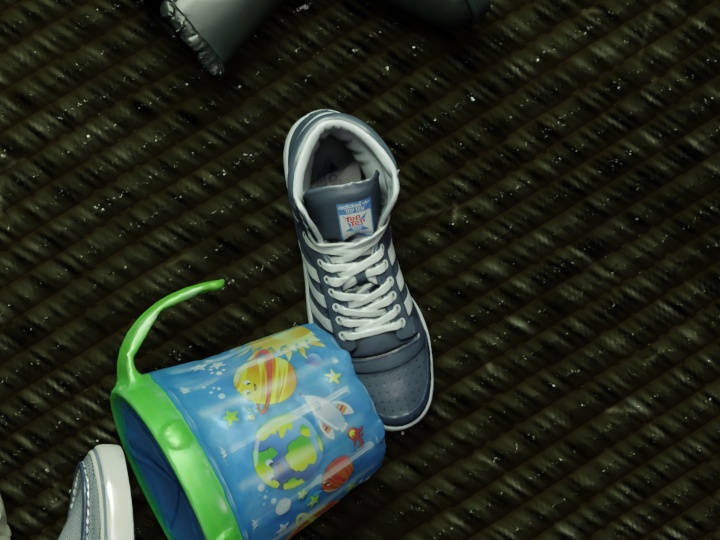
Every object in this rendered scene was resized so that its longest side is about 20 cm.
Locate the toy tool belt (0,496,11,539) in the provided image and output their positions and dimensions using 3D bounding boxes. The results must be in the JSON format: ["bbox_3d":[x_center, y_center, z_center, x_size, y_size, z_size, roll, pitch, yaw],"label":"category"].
[{"bbox_3d":[-0.295,0.175,1.225,0.198,0.123,0.126,-23,91,-7],"label":"toy tool belt"}]

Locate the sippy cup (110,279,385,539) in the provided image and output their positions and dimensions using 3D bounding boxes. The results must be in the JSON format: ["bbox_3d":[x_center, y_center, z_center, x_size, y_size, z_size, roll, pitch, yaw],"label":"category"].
[{"bbox_3d":[-0.060,0.100,1.259,0.130,0.140,0.179,-28,131,-17],"label":"sippy cup"}]

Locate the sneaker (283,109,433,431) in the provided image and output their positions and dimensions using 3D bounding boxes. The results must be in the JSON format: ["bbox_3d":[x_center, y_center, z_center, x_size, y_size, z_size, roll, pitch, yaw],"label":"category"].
[{"bbox_3d":[0.000,0.000,1.272,0.069,0.108,0.202,-16,90,-6],"label":"sneaker"}]

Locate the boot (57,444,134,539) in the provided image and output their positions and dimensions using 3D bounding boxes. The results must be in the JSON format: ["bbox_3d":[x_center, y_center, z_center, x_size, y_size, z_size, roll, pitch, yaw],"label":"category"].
[{"bbox_3d":[-0.183,0.203,1.261,0.089,0.073,0.202,2,89,-15],"label":"boot"}]

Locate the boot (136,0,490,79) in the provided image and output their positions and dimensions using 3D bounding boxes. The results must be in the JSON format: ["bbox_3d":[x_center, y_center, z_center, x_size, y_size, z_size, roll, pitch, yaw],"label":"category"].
[{"bbox_3d":[-0.041,-0.180,1.291,0.162,0.073,0.198,-42,86,-8],"label":"boot"}]
